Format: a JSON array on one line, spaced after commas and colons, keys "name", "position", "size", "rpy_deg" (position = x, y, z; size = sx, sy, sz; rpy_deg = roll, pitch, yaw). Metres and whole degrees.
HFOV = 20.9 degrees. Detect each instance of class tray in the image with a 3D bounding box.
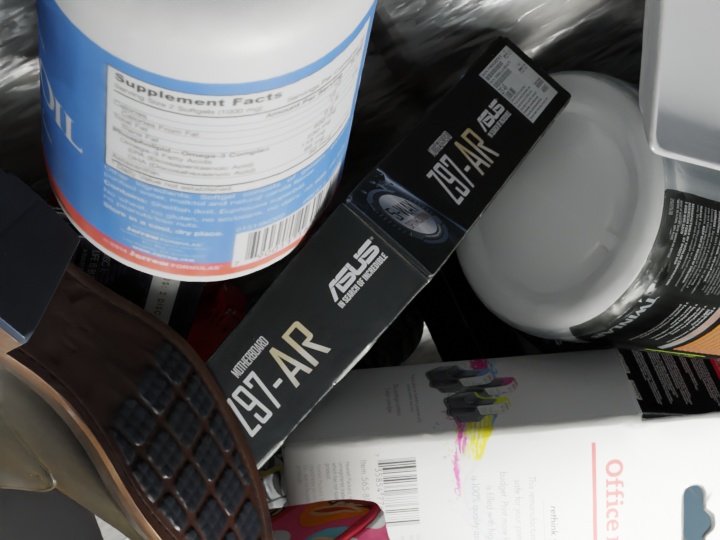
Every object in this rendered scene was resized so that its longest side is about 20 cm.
[{"name": "tray", "position": [0.177, -0.093, 0.881], "size": [0.022, 0.108, 0.199], "rpy_deg": [1, 176, 39]}]

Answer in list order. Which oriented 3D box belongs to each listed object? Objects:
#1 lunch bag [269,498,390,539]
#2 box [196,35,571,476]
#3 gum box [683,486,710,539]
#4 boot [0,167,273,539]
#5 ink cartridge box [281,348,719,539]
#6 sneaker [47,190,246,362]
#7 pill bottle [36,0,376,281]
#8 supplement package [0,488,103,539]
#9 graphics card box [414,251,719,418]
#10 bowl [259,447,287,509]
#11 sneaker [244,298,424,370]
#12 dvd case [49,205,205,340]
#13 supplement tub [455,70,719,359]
[{"name": "lunch bag", "position": [-0.085, 0.169, 0.801], "size": [0.199, 0.082, 0.176], "rpy_deg": [-18, -171, 47]}, {"name": "box", "position": [0.000, 0.000, 0.805], "size": [0.160, 0.043, 0.200], "rpy_deg": [-48, 180, 33]}, {"name": "gum box", "position": [0.221, 0.066, 1.089], "size": [0.044, 0.201, 0.170], "rpy_deg": [-5, 148, -37]}, {"name": "boot", "position": [-0.117, 0.052, 0.716], "size": [0.097, 0.200, 0.075], "rpy_deg": [-19, -153, 35]}, {"name": "ink cartridge box", "position": [0.066, 0.104, 0.888], "size": [0.199, 0.068, 0.116], "rpy_deg": [-4, 115, -1]}, {"name": "sneaker", "position": [-0.079, -0.007, 0.841], "size": [0.115, 0.079, 0.200], "rpy_deg": [-15, 163, -49]}, {"name": "pill bottle", "position": [-0.050, -0.091, 0.634], "size": [0.112, 0.113, 0.200], "rpy_deg": [-17, 153, -17]}, {"name": "supplement package", "position": [-0.226, 0.137, 0.914], "size": [0.113, 0.110, 0.200], "rpy_deg": [-1, 146, -42]}, {"name": "graphics card box", "position": [0.115, 0.035, 1.017], "size": [0.051, 0.126, 0.199], "rpy_deg": [-38, 153, 30]}, {"name": "bowl", "position": [-0.024, 0.129, 1.014], "size": [0.200, 0.095, 0.201], "rpy_deg": [-22, -177, 1]}, {"name": "sneaker", "position": [-0.063, 0.066, 0.967], "size": [0.199, 0.080, 0.096], "rpy_deg": [-15, 155, -21]}, {"name": "dvd case", "position": [-0.167, 0.020, 0.759], "size": [0.199, 0.016, 0.149], "rpy_deg": [7, 141, -12]}, {"name": "supplement tub", "position": [0.145, -0.021, 0.940], "size": [0.122, 0.123, 0.199], "rpy_deg": [-39, 152, 28]}]
